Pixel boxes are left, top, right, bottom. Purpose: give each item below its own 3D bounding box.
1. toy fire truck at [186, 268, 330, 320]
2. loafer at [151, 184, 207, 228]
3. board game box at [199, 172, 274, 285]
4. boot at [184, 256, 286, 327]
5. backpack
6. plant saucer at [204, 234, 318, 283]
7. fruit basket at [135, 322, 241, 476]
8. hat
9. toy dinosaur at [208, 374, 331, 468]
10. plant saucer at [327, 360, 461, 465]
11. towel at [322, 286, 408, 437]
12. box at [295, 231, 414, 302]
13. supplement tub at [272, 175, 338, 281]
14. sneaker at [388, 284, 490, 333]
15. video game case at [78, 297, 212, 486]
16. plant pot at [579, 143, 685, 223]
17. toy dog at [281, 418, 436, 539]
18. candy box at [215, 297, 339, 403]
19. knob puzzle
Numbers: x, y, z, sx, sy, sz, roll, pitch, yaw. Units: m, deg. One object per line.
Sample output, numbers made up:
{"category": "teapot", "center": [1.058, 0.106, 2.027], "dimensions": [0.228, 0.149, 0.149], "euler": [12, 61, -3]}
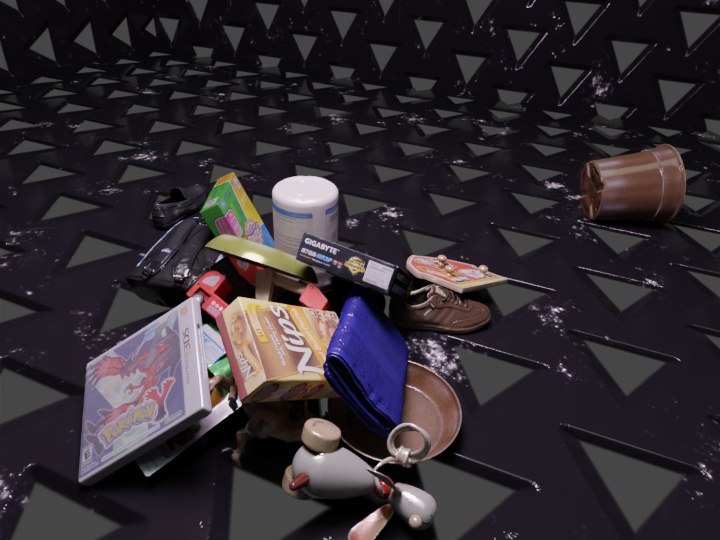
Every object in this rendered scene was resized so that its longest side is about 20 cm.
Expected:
{"category": "toy fire truck", "center": [-0.159, 0.048, 0.815], "dimensions": [0.198, 0.049, 0.142], "euler": [35, 73, 17]}
{"category": "loafer", "center": [-0.443, -0.174, 1.286], "dimensions": [0.066, 0.072, 0.202], "euler": [12, 33, 13]}
{"category": "board game box", "center": [-0.230, -0.071, 1.027], "dimensions": [0.039, 0.203, 0.154], "euler": [-20, 30, 11]}
{"category": "boot", "center": [-0.205, 0.027, 0.925], "dimensions": [0.132, 0.067, 0.199], "euler": [55, 39, -2]}
{"category": "backpack", "center": [-0.324, -0.018, 1.006], "dimensions": [0.159, 0.155, 0.204], "euler": [5, 54, 8]}
{"category": "plant saucer", "center": [-0.160, -0.022, 0.869], "dimensions": [0.195, 0.032, 0.200], "euler": [17, -4, 1]}
{"category": "fruit basket", "center": [-0.262, 0.167, 0.749], "dimensions": [0.198, 0.096, 0.183], "euler": [-29, 44, -35]}
{"category": "hat", "center": [-0.051, 0.082, 0.917], "dimensions": [0.195, 0.083, 0.202], "euler": [9, 26, -4]}
{"category": "toy dinosaur", "center": [-0.127, 0.171, 0.709], "dimensions": [0.085, 0.204, 0.135], "euler": [-22, 5, 45]}
{"category": "plant saucer", "center": [0.049, 0.209, 0.764], "dimensions": [0.195, 0.037, 0.202], "euler": [2, 33, -1]}
{"category": "towel", "center": [0.010, 0.124, 0.740], "dimensions": [0.049, 0.149, 0.201], "euler": [-31, 16, 21]}
{"category": "box", "center": [0.000, 0.000, 0.853], "dimensions": [0.156, 0.047, 0.200], "euler": [21, -2, 16]}
{"category": "supplement tub", "center": [-0.108, -0.070, 1.032], "dimensions": [0.128, 0.204, 0.133], "euler": [3, 31, -2]}
{"category": "sneaker", "center": [0.150, 0.066, 0.959], "dimensions": [0.194, 0.077, 0.071], "euler": [-1, 32, -6]}
{"category": "video game case", "center": [-0.292, 0.155, 0.699], "dimensions": [0.197, 0.023, 0.184], "euler": [-31, 48, 9]}
{"category": "plant pot", "center": [0.697, -0.217, 1.362], "dimensions": [0.193, 0.205, 0.202], "euler": [-5, 32, 3]}
{"category": "toy dog", "center": [-0.009, 0.257, 0.617], "dimensions": [0.194, 0.136, 0.096], "euler": [0, 8, 13]}
{"category": "candy box", "center": [-0.089, 0.109, 0.698], "dimensions": [0.198, 0.055, 0.117], "euler": [17, 41, -54]}
{"category": "knob puzzle", "center": [0.180, -0.008, 1.074], "dimensions": [0.213, 0.031, 0.220], "euler": [8, 16, -2]}
